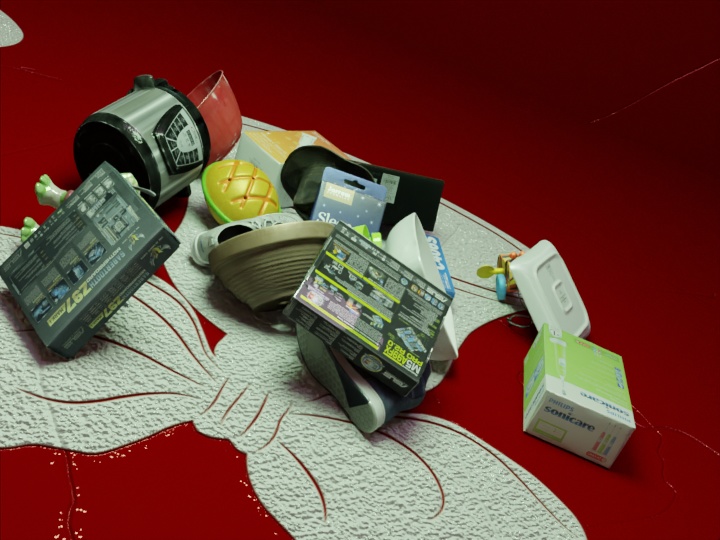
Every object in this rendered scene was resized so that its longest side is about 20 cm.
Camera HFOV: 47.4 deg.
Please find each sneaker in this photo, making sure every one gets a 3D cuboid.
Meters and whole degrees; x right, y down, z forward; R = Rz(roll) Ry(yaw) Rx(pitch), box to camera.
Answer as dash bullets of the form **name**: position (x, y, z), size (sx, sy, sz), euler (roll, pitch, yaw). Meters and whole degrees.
- **sneaker**: position (0.009, 0.120, 1.149), size (0.144, 0.078, 0.203), euler (-19, 58, -37)
- **sneaker**: position (-0.165, -0.047, 1.294), size (0.197, 0.077, 0.081), euler (-18, 3, -33)

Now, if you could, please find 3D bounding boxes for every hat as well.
- **hat**: position (-0.065, -0.119, 1.454), size (0.197, 0.203, 0.082), euler (25, 49, 5)

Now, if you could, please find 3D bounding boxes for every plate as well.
- **plate**: position (0.353, 0.052, 1.478), size (0.198, 0.032, 0.204), euler (-26, 90, -55)

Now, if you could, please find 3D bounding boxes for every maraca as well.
- **maraca**: position (-0.188, -0.108, 1.394), size (0.201, 0.107, 0.136), euler (48, 44, 8)

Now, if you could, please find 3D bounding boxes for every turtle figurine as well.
- **turtle figurine**: position (-0.366, -0.066, 1.131), size (0.189, 0.147, 0.200), euler (13, 17, -2)

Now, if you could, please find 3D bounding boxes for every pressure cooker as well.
- **pressure cooker**: position (-0.342, -0.205, 1.332), size (0.178, 0.177, 0.200), euler (38, 41, 4)

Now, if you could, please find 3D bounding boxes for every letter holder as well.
- **letter holder**: position (0.040, -0.154, 1.608), size (0.196, 0.103, 0.142), euler (8, 10, -30)

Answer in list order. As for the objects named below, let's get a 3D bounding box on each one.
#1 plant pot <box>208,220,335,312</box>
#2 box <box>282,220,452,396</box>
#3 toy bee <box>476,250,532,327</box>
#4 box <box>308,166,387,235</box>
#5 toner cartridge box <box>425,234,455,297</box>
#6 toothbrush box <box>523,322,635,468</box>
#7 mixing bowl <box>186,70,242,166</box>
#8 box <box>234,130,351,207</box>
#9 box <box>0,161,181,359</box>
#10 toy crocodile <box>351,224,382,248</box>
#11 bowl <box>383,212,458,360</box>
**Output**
- **plant pot**: position (-0.120, 0.003, 1.211), size (0.198, 0.199, 0.095), euler (-6, 77, -42)
- **box**: position (0.015, 0.048, 1.106), size (0.198, 0.044, 0.162), euler (33, 49, -5)
- **toy bee**: position (0.295, 0.005, 1.532), size (0.128, 0.111, 0.200), euler (-12, 27, -18)
- **box**: position (-0.030, -0.067, 1.367), size (0.118, 0.205, 0.032), euler (17, -15, -9)
- **toner cartridge box**: position (0.110, -0.006, 1.501), size (0.093, 0.044, 0.201), euler (13, 29, -13)
- **toothbrush box**: position (0.335, 0.189, 1.281), size (0.143, 0.088, 0.201), euler (23, 27, -1)
- **mixing bowl**: position (-0.291, -0.261, 1.525), size (0.108, 0.199, 0.202), euler (44, 18, -25)
- **box**: position (-0.134, -0.200, 1.600), size (0.124, 0.099, 0.198), euler (40, 31, 30)
- **box**: position (-0.340, -0.016, 1.024), size (0.157, 0.200, 0.051), euler (41, -5, 32)
- **toy crocodile**: position (0.000, 0.000, 1.257), size (0.066, 0.202, 0.063), euler (-4, 52, -3)
- **bowl**: position (0.088, 0.031, 1.298), size (0.073, 0.204, 0.201), euler (-17, 24, 9)
